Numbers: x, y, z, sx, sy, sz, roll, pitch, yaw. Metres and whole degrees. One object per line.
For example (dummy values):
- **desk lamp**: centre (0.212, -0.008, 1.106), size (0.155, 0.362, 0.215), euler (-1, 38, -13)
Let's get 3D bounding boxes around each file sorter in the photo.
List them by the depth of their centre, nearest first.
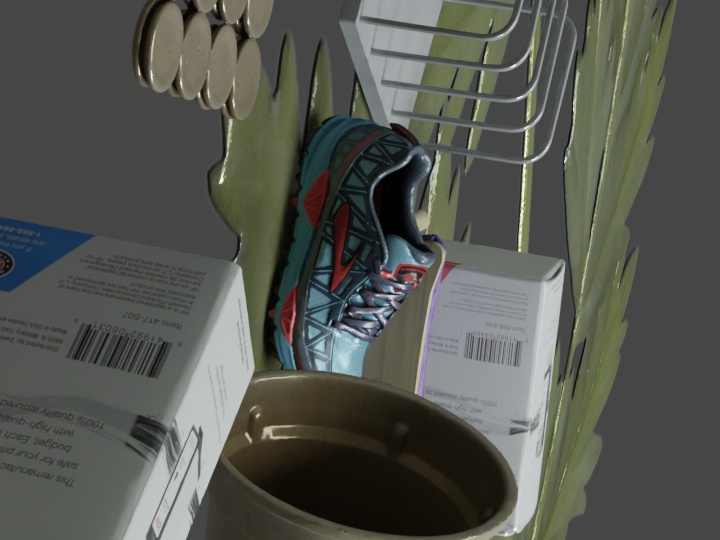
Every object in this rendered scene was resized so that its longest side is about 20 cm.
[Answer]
- **file sorter**: centre (0.075, -0.181, 1.909), size (0.200, 0.124, 0.139), euler (67, 35, -64)

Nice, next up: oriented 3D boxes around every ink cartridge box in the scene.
- **ink cartridge box**: centre (-0.147, 0.082, 1.190), size (0.085, 0.145, 0.201), euler (85, 22, -50)
- **ink cartridge box**: centre (0.068, 0.084, 2.009), size (0.085, 0.145, 0.201), euler (-38, 136, -70)

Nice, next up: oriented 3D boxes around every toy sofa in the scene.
- **toy sofa**: centre (0.012, 0.059, 1.878), size (0.083, 0.097, 0.201), euler (-22, 120, -72)

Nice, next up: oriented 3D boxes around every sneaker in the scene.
- **sneaker**: centre (0.000, 0.000, 1.777), size (0.079, 0.095, 0.201), euler (0, 97, -56)

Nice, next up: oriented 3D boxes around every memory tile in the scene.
- **memory tile**: centre (-0.084, -0.169, 1.526), size (0.200, 0.017, 0.154), euler (13, 87, -75)

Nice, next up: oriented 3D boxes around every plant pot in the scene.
- **plant pot**: centre (-0.022, 0.191, 1.671), size (0.200, 0.200, 0.184), euler (-49, 156, -63)
